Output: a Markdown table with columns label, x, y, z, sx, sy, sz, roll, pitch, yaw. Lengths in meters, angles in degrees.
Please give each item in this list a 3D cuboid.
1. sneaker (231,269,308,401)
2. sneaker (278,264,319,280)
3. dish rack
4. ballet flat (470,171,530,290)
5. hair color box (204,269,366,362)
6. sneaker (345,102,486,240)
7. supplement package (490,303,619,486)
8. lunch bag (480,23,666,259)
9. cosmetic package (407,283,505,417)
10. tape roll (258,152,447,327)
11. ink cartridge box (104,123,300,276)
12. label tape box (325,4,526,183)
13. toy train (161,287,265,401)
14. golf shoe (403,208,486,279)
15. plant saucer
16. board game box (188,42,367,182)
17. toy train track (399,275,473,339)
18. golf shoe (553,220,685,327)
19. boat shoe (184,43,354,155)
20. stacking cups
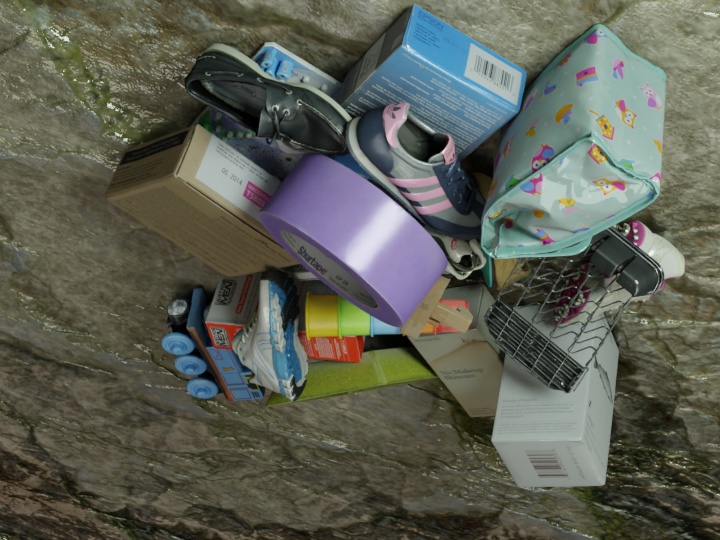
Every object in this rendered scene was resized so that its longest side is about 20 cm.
| label | x | y | z | sx | sy | sz | roll | pitch | yaw |
| --- | --- | --- | --- | --- | --- | --- | --- | --- | --- |
| sneaker | -0.120 | 0.080 | 1.628 | 0.086 | 0.075 | 0.201 | 10 | 131 | 15 |
| sneaker | 0.000 | 0.001 | 1.639 | 0.199 | 0.073 | 0.114 | -4 | 145 | 23 |
| dish rack | 0.233 | 0.035 | 1.510 | 0.153 | 0.054 | 0.201 | 42 | 127 | 21 |
| ballet flat | 0.164 | -0.052 | 1.528 | 0.063 | 0.069 | 0.200 | -15 | 146 | 1 |
| hair color box | -0.089 | 0.053 | 1.714 | 0.199 | 0.102 | 0.061 | 6 | 142 | 12 |
| sneaker | 0.079 | -0.099 | 1.361 | 0.200 | 0.070 | 0.082 | 34 | 144 | -31 |
| supplement package | 0.246 | 0.154 | 1.653 | 0.117 | 0.201 | 0.117 | -5 | 141 | 25 |
| lunch bag | 0.201 | -0.113 | 1.321 | 0.122 | 0.171 | 0.200 | 31 | 138 | -21 |
| cosmetic package | 0.152 | 0.108 | 1.735 | 0.103 | 0.073 | 0.200 | -10 | 140 | 30 |
| tape roll | -0.009 | -0.032 | 1.435 | 0.200 | 0.085 | 0.200 | 37 | 169 | 8 |
| ink cartridge box | -0.171 | -0.077 | 1.552 | 0.200 | 0.075 | 0.164 | 35 | 152 | -32 |
| label tape box | 0.055 | -0.170 | 1.386 | 0.144 | 0.064 | 0.200 | 27 | 144 | -20 |
| toy train | -0.200 | 0.106 | 1.846 | 0.114 | 0.087 | 0.200 | -6 | 139 | 12 |
| golf shoe | 0.102 | -0.020 | 1.507 | 0.077 | 0.088 | 0.200 | -38 | 159 | 4 |
| plant saucer | 0.002 | 0.138 | 1.785 | 0.199 | 0.048 | 0.200 | -14 | 172 | 34 |
| board game box | -0.070 | -0.148 | 1.493 | 0.199 | 0.026 | 0.200 | 29 | 142 | -21 |
| toy train track | 0.041 | 0.014 | 1.567 | 0.199 | 0.033 | 0.115 | 25 | 135 | -1 |
| golf shoe | 0.301 | 0.021 | 1.564 | 0.091 | 0.076 | 0.200 | 21 | 146 | -16 |
| boat shoe | -0.097 | -0.166 | 1.374 | 0.199 | 0.066 | 0.075 | 34 | 139 | 10 |
| stacking cups | 0.032 | 0.054 | 1.620 | 0.199 | 0.061 | 0.061 | -1 | 144 | 4 |
